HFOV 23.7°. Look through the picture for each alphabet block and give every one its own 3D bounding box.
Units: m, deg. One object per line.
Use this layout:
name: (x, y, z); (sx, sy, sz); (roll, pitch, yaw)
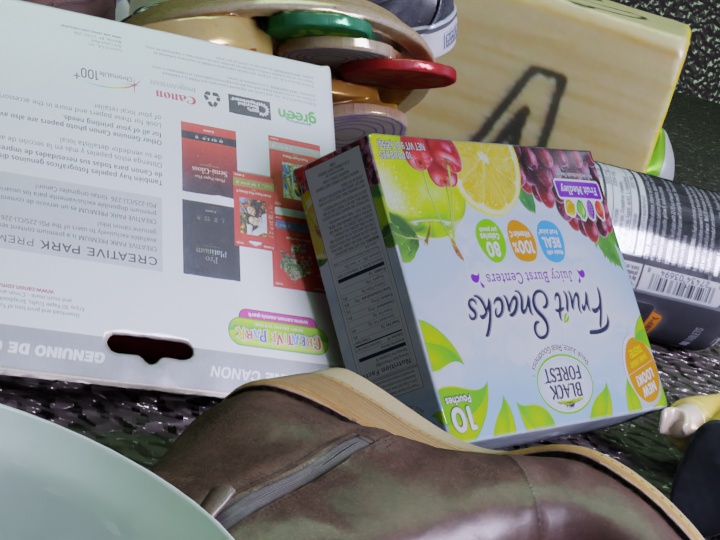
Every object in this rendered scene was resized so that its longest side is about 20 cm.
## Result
alphabet block: (0.119, -0.112, 1.263); (0.199, 0.198, 0.195); (18, 15, 7)

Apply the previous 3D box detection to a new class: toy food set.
toy food set: (-0.051, -0.095, 0.912); (0.196, 0.049, 0.200); (-2, -17, -8)

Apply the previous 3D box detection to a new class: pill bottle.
pill bottle: (0.143, -0.019, 1.109); (0.199, 0.107, 0.106); (13, 14, -14)

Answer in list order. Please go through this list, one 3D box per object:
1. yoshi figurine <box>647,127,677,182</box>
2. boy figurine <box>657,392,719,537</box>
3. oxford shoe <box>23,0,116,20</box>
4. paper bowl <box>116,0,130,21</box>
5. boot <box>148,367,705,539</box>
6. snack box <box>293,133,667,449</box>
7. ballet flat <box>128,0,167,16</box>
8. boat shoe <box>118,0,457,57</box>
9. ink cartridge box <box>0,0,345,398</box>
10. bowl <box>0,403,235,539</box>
yoshi figurine: (0.190, -0.068, 1.450); (0.199, 0.112, 0.112); (29, 53, -6)
boy figurine: (0.215, 0.089, 0.861); (0.124, 0.065, 0.200); (18, 17, 19)
oxford shoe: (-0.162, -0.132, 0.856); (0.071, 0.073, 0.200); (-14, 12, 17)
paper bowl: (-0.206, -0.133, 1.031); (0.201, 0.104, 0.201); (59, 12, -20)
boot: (0.012, 0.106, 0.591); (0.199, 0.073, 0.166); (24, 28, 25)
snack box: (0.063, 0.013, 0.822); (0.053, 0.143, 0.199); (-21, -11, 36)
ballet flat: (-0.100, -0.101, 1.033); (0.201, 0.069, 0.069); (65, 24, 5)
boat shoe: (-0.046, -0.151, 0.963); (0.199, 0.068, 0.072); (-2, 33, 9)
ink cartridge box: (-0.112, -0.017, 0.772); (0.199, 0.177, 0.084); (9, -27, -29)
bowl: (-0.123, 0.095, 0.369); (0.200, 0.091, 0.201); (16, 14, -4)
